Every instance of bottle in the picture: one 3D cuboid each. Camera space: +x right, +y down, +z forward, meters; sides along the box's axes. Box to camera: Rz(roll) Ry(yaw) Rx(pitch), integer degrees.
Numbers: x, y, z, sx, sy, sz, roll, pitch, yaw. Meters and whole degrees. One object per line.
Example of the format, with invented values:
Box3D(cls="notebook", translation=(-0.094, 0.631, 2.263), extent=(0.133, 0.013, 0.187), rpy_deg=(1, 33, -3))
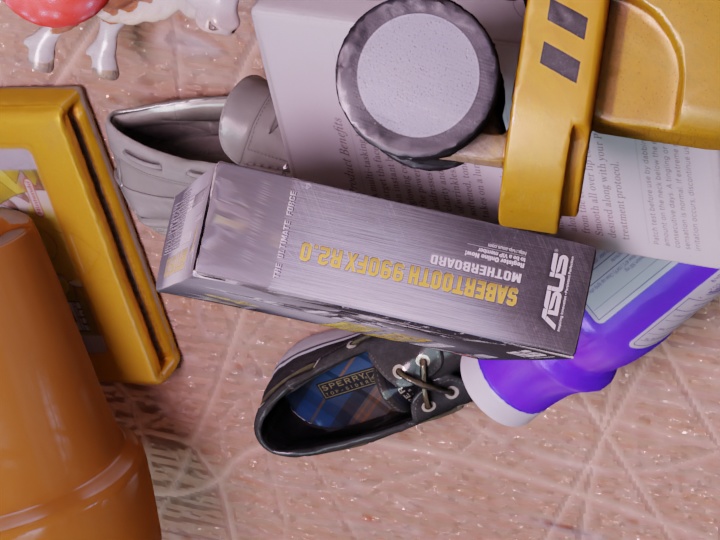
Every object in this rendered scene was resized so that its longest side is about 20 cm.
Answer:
Box3D(cls="bottle", translation=(0.124, 0.001, 1.209), extent=(0.065, 0.083, 0.200), rpy_deg=(51, 127, 4))

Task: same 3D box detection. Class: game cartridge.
Box3D(cls="game cartridge", translation=(-0.210, -0.017, 1.442), extent=(0.199, 0.032, 0.177), rpy_deg=(-1, 123, 29))

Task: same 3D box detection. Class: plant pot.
Box3D(cls="plant pot", translation=(-0.215, 0.071, 1.377), extent=(0.200, 0.200, 0.184), rpy_deg=(1, 108, 30))

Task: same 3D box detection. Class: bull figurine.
Box3D(cls="bull figurine", translation=(-0.136, -0.161, 1.255), extent=(0.200, 0.065, 0.122), rpy_deg=(41, 120, 11))

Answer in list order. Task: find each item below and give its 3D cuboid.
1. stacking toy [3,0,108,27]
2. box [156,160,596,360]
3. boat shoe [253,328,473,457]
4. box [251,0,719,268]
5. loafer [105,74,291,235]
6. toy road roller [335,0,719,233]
Box3D(cls="stacking toy", translation=(-0.098, -0.169, 1.141), extent=(0.085, 0.200, 0.086), rpy_deg=(16, 130, 20))
Box3D(cls="box", translation=(0.000, 0.000, 1.130), extent=(0.158, 0.049, 0.200), rpy_deg=(12, 176, -9))
Box3D(cls="boat shoe", translation=(0.028, 0.051, 1.334), extent=(0.200, 0.057, 0.069), rpy_deg=(-23, 111, 39))
Box3D(cls="box", translation=(0.081, -0.101, 1.116), extent=(0.199, 0.152, 0.107), rpy_deg=(10, 136, 25))
Box3D(cls="loafer", translation=(-0.042, -0.059, 1.284), extent=(0.199, 0.070, 0.070), rpy_deg=(-7, 128, 35))
Box3D(cls="toy road roller", translation=(0.076, -0.114, 0.957), extent=(0.145, 0.123, 0.201), rpy_deg=(9, 90, 4))
